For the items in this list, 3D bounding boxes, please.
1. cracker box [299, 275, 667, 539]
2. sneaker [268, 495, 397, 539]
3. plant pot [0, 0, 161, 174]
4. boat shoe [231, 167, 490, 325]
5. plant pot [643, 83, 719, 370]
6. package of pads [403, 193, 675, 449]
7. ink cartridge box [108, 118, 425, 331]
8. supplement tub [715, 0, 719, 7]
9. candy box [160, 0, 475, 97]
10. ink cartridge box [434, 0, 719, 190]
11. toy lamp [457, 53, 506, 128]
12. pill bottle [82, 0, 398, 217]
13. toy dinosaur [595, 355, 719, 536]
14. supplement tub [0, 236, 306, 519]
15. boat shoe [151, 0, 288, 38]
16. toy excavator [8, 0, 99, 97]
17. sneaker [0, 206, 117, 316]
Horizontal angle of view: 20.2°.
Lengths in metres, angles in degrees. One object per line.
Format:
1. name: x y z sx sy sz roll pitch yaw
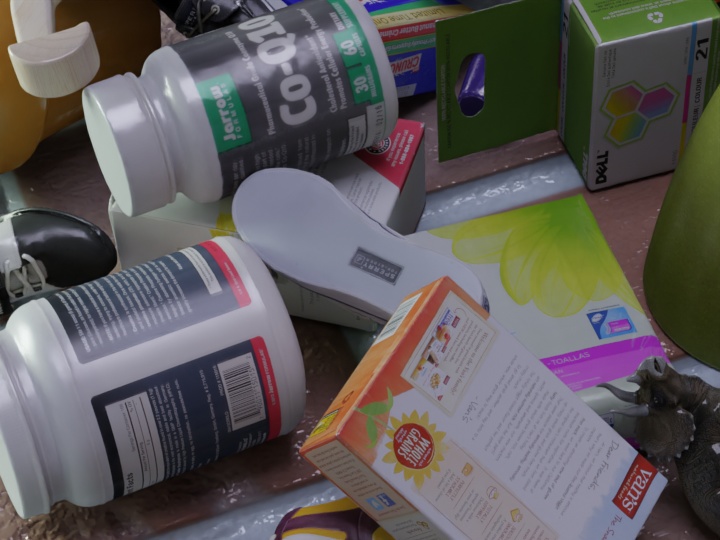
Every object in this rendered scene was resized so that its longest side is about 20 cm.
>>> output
1. cracker box: 0.078 0.121 1.244 0.200 0.058 0.134 42 60 -10
2. sneaker: -0.038 0.201 1.253 0.199 0.075 0.090 -29 43 -32
3. plant pot: -0.262 -0.183 1.563 0.183 0.201 0.200 -20 46 -38
4. boat shoe: 0.000 0.000 1.352 0.200 0.065 0.074 33 79 25
5. plant pot: 0.294 -0.060 1.393 0.186 0.201 0.188 -1 45 1
6. package of pads: 0.114 0.047 1.391 0.154 0.068 0.201 -12 46 -11
7. ink cartridge box: -0.065 -0.050 1.482 0.199 0.084 0.146 11 48 13
8. supplement tub: 0.241 -0.252 1.583 0.122 0.201 0.123 -2 46 2
9. candy box: -0.040 -0.208 1.603 0.200 0.077 0.169 36 32 30
10. ink cartridge box: 0.161 -0.133 1.509 0.199 0.148 0.076 -15 48 -11
11. toy lamp: 0.137 -0.184 1.624 0.058 0.058 0.200 21 50 22
12. pill bottle: -0.084 -0.113 1.407 0.199 0.113 0.113 -21 48 -15
13. toy dinosaur: 0.242 0.125 1.297 0.102 0.201 0.077 -34 5 0
14. supplement tub: -0.148 0.070 1.329 0.199 0.141 0.141 -19 48 -16
15. boat shoe: -0.116 -0.200 1.514 0.066 0.070 0.200 -13 56 -48
16. toy excavator: -0.201 -0.226 1.439 0.200 0.100 0.194 -38 57 -18
17. sneaker: -0.273 0.007 1.450 0.199 0.074 0.089 -2 45 15
